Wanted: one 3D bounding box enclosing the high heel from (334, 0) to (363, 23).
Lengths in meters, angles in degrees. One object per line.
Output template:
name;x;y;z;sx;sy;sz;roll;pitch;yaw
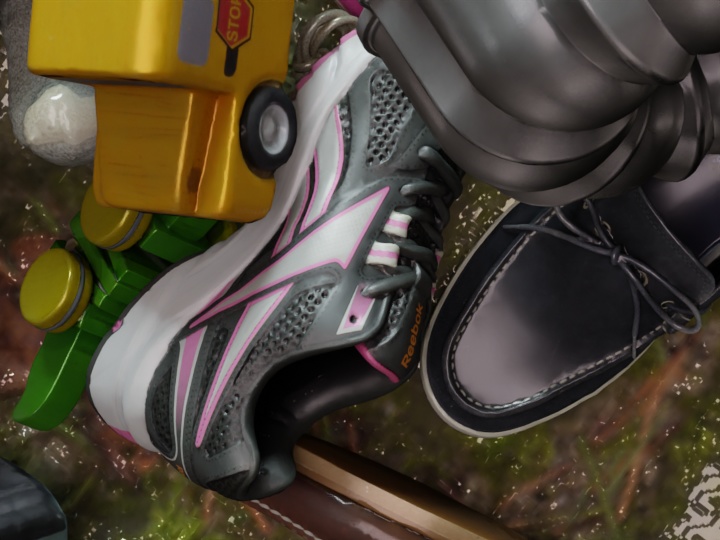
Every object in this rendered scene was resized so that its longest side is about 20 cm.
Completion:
high heel;0.004;-0.191;0.833;0.095;0.067;0.201;-19;78;20

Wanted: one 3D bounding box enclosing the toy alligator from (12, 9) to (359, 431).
toy alligator;-0.071;-0.028;0.859;0.200;0.059;0.054;-51;43;15

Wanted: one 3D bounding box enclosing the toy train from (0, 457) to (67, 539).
toy train;-0.188;0.140;0.833;0.085;0.199;0.115;26;122;48

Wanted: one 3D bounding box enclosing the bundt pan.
bundt pan;0.103;-0.085;0.715;0.201;0.202;0.076;-28;74;10

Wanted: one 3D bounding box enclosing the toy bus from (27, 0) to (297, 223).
toy bus;-0.062;-0.119;0.776;0.065;0.078;0.201;6;91;35

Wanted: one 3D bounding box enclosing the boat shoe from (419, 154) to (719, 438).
boat shoe;0.100;-0.012;0.832;0.200;0.062;0.075;-37;89;11

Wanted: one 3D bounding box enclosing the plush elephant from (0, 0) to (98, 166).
plush elephant;-0.178;-0.132;0.808;0.164;0.155;0.201;5;87;33

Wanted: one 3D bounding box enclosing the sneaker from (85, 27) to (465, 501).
sneaker;0.000;0.000;0.819;0.086;0.080;0.200;39;93;37

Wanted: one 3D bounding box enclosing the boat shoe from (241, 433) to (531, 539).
boat shoe;0.038;0.122;0.845;0.199;0.070;0.071;26;93;6
